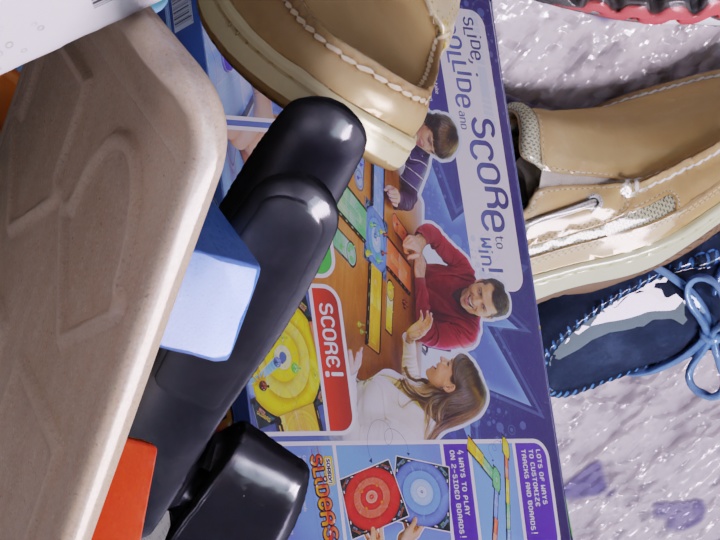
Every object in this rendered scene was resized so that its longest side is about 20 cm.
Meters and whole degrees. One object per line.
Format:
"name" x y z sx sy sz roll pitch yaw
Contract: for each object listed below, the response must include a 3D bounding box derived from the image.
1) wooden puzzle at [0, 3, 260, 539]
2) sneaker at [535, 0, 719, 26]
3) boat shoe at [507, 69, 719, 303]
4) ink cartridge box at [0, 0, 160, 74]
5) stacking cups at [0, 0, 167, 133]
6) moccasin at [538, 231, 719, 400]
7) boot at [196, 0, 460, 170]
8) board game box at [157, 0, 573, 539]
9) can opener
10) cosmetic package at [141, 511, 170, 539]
"wooden puzzle" -0.076 0.016 0.686 0.046 0.185 0.201 10 107 -20
"sneaker" 0.135 -0.117 0.919 0.199 0.071 0.098 -5 169 -9
"boat shoe" 0.076 -0.034 0.987 0.199 0.072 0.076 -29 128 -7
"ink cartridge box" -0.120 -0.093 0.565 0.199 0.068 0.116 -26 144 -10
"stacking cups" -0.096 -0.085 0.803 0.060 0.061 0.200 11 127 -44
"moccasin" 0.160 0.000 1.080 0.200 0.068 0.081 -31 144 -2
"boot" 0.027 -0.125 0.749 0.073 0.200 0.156 36 110 -14
"board game box" 0.000 0.000 0.862 0.135 0.201 0.034 3 163 -39
"can opener" -0.039 0.018 0.727 0.078 0.064 0.200 15 138 -10
"cosmetic package" -0.058 0.085 0.905 0.050 0.200 0.083 8 128 -41
